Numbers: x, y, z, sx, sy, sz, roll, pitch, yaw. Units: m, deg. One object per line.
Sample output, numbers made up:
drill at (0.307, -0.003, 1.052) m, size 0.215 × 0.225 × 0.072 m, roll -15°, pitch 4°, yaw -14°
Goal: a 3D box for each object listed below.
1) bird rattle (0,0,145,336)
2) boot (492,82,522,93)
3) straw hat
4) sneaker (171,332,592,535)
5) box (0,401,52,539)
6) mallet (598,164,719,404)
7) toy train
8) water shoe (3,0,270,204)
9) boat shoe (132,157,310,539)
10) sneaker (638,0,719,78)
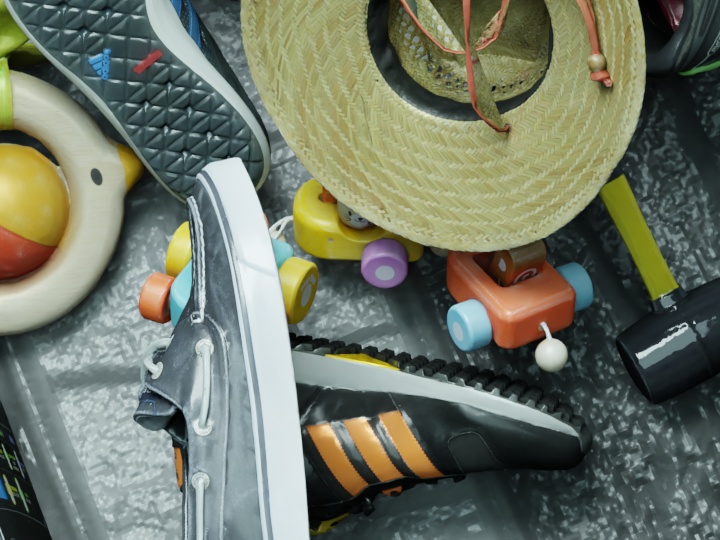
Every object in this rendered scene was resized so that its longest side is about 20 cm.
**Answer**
bird rattle at (-0.197, -0.036, 1.090) m, size 0.163 × 0.113 × 0.201 m, roll 30°, pitch 85°, yaw -6°
boot at (0.143, -0.131, 1.091) m, size 0.199 × 0.072 × 0.145 m, roll -14°, pitch 78°, yaw 11°
straw hat at (0.052, -0.112, 0.990) m, size 0.201 × 0.202 × 0.085 m, roll 33°, pitch 42°, yaw 11°
sneaker at (0.007, 0.084, 1.065) m, size 0.199 × 0.070 × 0.091 m, roll 11°, pitch 94°, yaw 8°
box at (-0.211, 0.166, 1.033) m, size 0.148 × 0.124 × 0.201 m, roll -23°, pitch 78°, yaw 0°
mallet at (0.128, -0.040, 1.057) m, size 0.066 × 0.041 × 0.201 m, roll -21°, pitch 98°, yaw -4°
toy train at (0.000, 0.000, 1.036) m, size 0.199 × 0.056 × 0.150 m, roll -16°, pitch 44°, yaw -20°
water shoe at (-0.115, -0.117, 1.077) m, size 0.071 × 0.079 × 0.201 m, roll -30°, pitch 104°, yaw 6°
boat shoe at (-0.063, 0.050, 0.955) m, size 0.067 × 0.072 × 0.201 m, roll -6°, pitch 77°, yaw -7°
sneaker at (0.118, -0.176, 0.999) m, size 0.084 × 0.077 × 0.201 m, roll -36°, pitch 105°, yaw -29°
